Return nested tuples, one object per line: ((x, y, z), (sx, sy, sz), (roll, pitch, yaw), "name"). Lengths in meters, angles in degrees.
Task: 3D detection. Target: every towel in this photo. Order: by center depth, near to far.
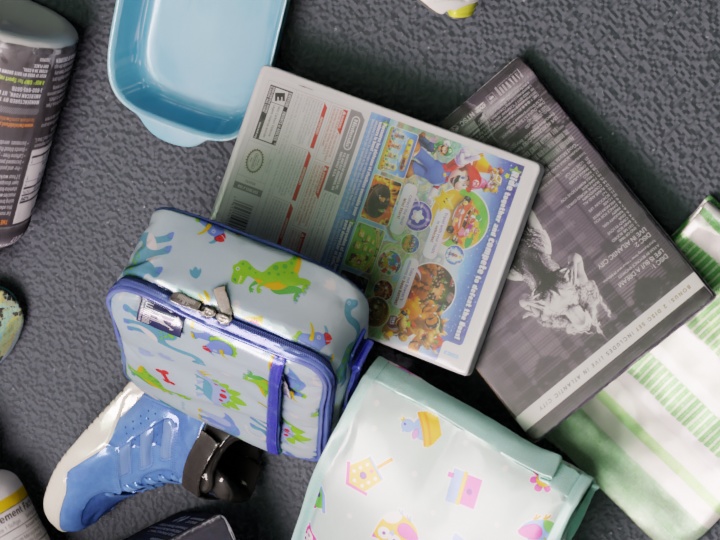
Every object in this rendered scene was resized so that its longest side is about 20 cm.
((0.213, 0.071, 1.362), (0.152, 0.023, 0.200), (43, 115, 6), "towel")

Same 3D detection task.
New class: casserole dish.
((-0.101, -0.183, 1.416), (0.121, 0.039, 0.201), (20, 111, 16), "casserole dish")

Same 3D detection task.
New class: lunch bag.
((-0.075, 0.045, 1.348), (0.160, 0.200, 0.083), (22, 68, 4), "lunch bag")
((0.052, 0.163, 1.386), (0.170, 0.122, 0.200), (30, 129, 13), "lunch bag")

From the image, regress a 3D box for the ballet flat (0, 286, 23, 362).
((-0.329, 0.080, 1.558), (0.200, 0.074, 0.074), (-32, 90, 28), "ballet flat")

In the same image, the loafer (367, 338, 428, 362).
((0.000, 0.000, 1.405), (0.200, 0.068, 0.071), (26, 113, 15), "loafer")

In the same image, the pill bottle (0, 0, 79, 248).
((-0.271, -0.087, 1.472), (0.106, 0.106, 0.201), (24, 111, 15), "pill bottle")

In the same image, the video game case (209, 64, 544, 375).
((0.003, -0.034, 1.364), (0.199, 0.018, 0.144), (21, 95, 17), "video game case")

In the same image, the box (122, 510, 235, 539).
((-0.156, 0.297, 1.466), (0.197, 0.199, 0.117), (67, 160, -4), "box")

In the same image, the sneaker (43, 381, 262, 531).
((-0.136, 0.140, 1.492), (0.111, 0.077, 0.200), (46, 109, 16), "sneaker")

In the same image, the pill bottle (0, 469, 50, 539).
((-0.282, 0.218, 1.553), (0.114, 0.114, 0.201), (-25, 93, 26), "pill bottle")

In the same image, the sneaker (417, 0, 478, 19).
((0.019, -0.253, 1.338), (0.200, 0.074, 0.085), (43, 109, -3), "sneaker")

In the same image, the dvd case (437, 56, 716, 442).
((0.108, -0.014, 1.350), (0.149, 0.016, 0.200), (-40, 77, 11), "dvd case")
